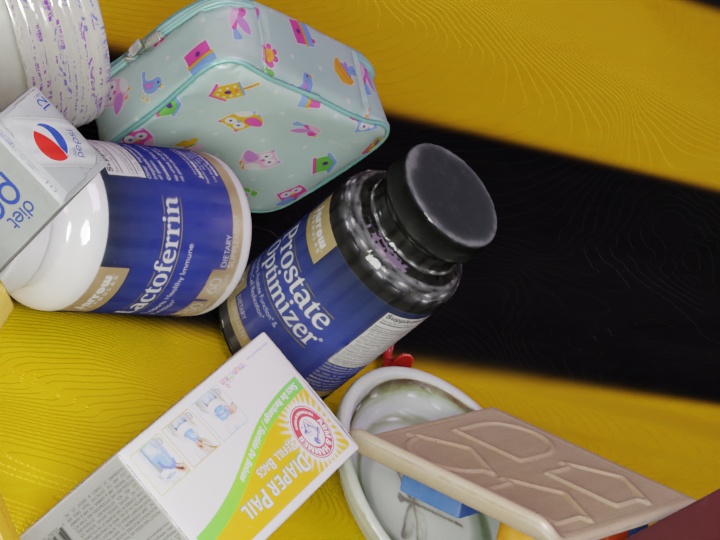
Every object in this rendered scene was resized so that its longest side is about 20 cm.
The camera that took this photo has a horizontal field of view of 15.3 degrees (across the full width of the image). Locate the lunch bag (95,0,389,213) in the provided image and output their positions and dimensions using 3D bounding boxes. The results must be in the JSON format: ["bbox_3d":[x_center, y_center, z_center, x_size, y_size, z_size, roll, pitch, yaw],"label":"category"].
[{"bbox_3d":[-0.093,-0.116,1.932,0.200,0.160,0.077,20,49,-45],"label":"lunch bag"}]

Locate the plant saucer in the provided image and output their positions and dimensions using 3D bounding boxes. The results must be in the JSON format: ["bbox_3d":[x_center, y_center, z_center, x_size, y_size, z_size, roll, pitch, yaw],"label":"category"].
[{"bbox_3d":[0.048,0.166,1.917,0.200,0.050,0.201,29,40,-28],"label":"plant saucer"}]

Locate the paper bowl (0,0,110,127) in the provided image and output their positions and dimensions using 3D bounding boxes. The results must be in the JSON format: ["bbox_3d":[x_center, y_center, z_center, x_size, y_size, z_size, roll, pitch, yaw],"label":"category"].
[{"bbox_3d":[-0.254,-0.179,1.781,0.104,0.201,0.201,-21,72,-20],"label":"paper bowl"}]

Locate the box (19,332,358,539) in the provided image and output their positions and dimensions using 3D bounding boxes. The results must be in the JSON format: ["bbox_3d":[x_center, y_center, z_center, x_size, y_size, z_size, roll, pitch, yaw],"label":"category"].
[{"bbox_3d":[-0.106,0.140,1.711,0.101,0.112,0.200,50,33,0],"label":"box"}]

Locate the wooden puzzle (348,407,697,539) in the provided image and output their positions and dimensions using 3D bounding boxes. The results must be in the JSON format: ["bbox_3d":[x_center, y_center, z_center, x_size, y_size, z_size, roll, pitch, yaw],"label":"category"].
[{"bbox_3d":[0.111,0.152,1.855,0.185,0.047,0.200,24,15,35],"label":"wooden puzzle"}]

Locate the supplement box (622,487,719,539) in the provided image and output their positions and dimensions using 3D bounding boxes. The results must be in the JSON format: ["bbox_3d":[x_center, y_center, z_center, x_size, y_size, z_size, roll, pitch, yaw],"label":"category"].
[{"bbox_3d":[0.246,0.268,1.844,0.197,0.199,0.133,49,15,-53],"label":"supplement box"}]

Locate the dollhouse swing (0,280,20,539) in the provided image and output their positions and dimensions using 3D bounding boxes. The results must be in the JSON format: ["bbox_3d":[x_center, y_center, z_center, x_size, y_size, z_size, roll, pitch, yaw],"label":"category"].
[{"bbox_3d":[-0.265,0.120,1.494,0.199,0.176,0.182,-2,59,-50],"label":"dollhouse swing"}]

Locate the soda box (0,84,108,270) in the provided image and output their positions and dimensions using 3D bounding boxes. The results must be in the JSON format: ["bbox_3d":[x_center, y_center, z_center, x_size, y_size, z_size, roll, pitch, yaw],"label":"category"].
[{"bbox_3d":[-0.244,-0.022,1.628,0.068,0.200,0.063,46,36,-5],"label":"soda box"}]

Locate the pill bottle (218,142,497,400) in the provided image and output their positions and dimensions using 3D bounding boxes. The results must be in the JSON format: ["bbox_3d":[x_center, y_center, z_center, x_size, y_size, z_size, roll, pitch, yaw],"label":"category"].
[{"bbox_3d":[0.000,0.000,1.884,0.112,0.200,0.112,29,39,-27],"label":"pill bottle"}]

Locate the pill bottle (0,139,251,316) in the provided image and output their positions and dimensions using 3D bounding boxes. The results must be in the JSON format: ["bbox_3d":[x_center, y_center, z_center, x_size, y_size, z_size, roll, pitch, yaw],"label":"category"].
[{"bbox_3d":[-0.179,-0.029,1.785,0.199,0.116,0.116,3,56,-46],"label":"pill bottle"}]

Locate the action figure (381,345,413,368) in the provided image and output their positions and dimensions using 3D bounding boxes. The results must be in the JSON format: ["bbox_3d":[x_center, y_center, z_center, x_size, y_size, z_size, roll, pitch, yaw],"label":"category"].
[{"bbox_3d":[0.023,-0.005,2.056,0.065,0.052,0.201,30,36,-21],"label":"action figure"}]
